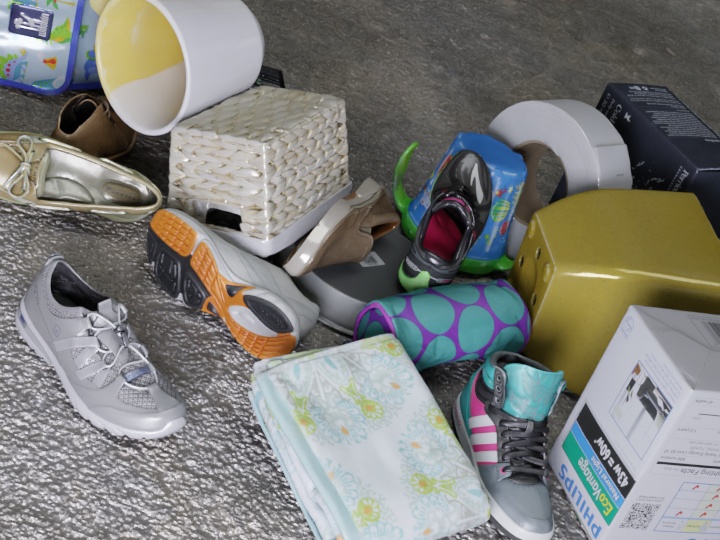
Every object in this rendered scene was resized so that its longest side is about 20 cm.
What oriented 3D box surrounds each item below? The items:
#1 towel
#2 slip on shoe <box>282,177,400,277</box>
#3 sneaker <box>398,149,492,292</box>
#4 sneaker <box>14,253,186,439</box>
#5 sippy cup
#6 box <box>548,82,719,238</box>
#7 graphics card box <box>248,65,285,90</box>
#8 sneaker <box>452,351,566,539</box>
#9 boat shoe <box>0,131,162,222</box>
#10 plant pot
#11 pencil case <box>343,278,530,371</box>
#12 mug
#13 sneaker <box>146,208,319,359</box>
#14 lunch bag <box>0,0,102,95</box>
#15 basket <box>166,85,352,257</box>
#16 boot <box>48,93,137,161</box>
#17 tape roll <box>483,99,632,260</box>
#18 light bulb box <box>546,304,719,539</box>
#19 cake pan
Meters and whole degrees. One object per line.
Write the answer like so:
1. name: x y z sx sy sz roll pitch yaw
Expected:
1. towel: 0.008 0.152 1.109 0.169 0.048 0.202 -10 59 -36
2. slip on shoe: -0.015 -0.036 1.321 0.061 0.076 0.200 45 29 0
3. sneaker: 0.105 -0.057 1.366 0.076 0.084 0.202 25 54 -5
4. sneaker: -0.224 0.066 1.078 0.199 0.083 0.074 38 34 20
5. sippy cup: 0.133 -0.088 1.501 0.175 0.132 0.140 15 30 -19
6. box: 0.375 -0.106 1.636 0.122 0.202 0.197 -2 40 -34
7. graphics card box: -0.151 -0.197 1.548 0.124 0.051 0.201 12 35 -19
8. sneaker: 0.154 0.149 1.182 0.082 0.122 0.201 9 35 -23
9. boat shoe: -0.298 -0.093 1.258 0.198 0.074 0.063 18 -7 -23
10. plant pot: 0.272 0.028 1.390 0.197 0.196 0.197 9 34 -13
11. pencil case: 0.084 0.064 1.293 0.198 0.094 0.084 -9 11 -38
12. mug: -0.192 -0.256 1.372 0.152 0.148 0.189 -25 91 -46
13. sneaker: -0.127 0.009 1.254 0.200 0.076 0.092 41 27 11
14. lunch bag: -0.349 -0.303 1.447 0.198 0.172 0.127 -9 38 -40
15. basket: -0.107 -0.114 1.350 0.134 0.125 0.200 11 25 24
16. boot: -0.288 -0.163 1.380 0.073 0.076 0.201 21 29 1
17. tape roll: 0.233 -0.108 1.539 0.070 0.204 0.203 -8 44 -42
18. light bulb box: 0.318 0.157 1.208 0.195 0.202 0.125 8 33 -26
19. cake pan: 0.000 0.000 1.376 0.197 0.037 0.201 18 32 -12
